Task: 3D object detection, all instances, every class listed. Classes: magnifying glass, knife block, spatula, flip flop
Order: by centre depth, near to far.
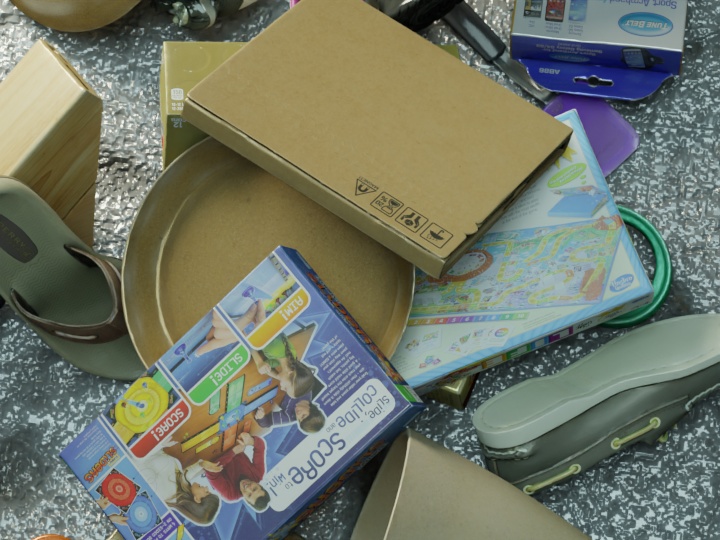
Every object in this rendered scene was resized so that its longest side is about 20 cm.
[{"bbox_3d":[-0.187,0.012,1.563,0.081,0.200,0.058,-46,36,-2],"label":"flip flop"},{"bbox_3d":[-0.263,-0.038,1.577,0.175,0.200,0.064,-21,50,-31],"label":"knife block"},{"bbox_3d":[0.128,-0.040,1.620,0.200,0.022,0.080,43,89,18],"label":"magnifying glass"},{"bbox_3d":[0.106,-0.140,1.654,0.057,0.021,0.200,-43,74,-7],"label":"spatula"}]

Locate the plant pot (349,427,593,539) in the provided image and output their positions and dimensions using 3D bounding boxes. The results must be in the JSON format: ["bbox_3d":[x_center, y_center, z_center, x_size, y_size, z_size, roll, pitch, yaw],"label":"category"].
[{"bbox_3d":[0.089,0.220,1.482,0.200,0.187,0.188,21,76,-4],"label":"plant pot"}]

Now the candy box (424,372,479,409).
[{"bbox_3d":[0.000,0.000,1.604,0.200,0.055,0.116,23,77,11],"label":"candy box"}]

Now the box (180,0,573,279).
[{"bbox_3d":[0.013,-0.094,1.513,0.200,0.021,0.163,33,48,16],"label":"box"}]

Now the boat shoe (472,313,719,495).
[{"bbox_3d":[0.171,0.087,1.562,0.201,0.072,0.060,-22,113,-14],"label":"boat shoe"}]

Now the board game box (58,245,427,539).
[{"bbox_3d":[-0.075,0.101,1.496,0.200,0.034,0.135,-42,75,11],"label":"board game box"}]

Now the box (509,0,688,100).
[{"bbox_3d":[0.170,-0.214,1.649,0.119,0.041,0.200,6,65,6],"label":"box"}]

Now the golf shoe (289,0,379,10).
[{"bbox_3d":[-0.013,-0.217,1.652,0.075,0.092,0.200,0,72,6],"label":"golf shoe"}]

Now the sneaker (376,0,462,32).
[{"bbox_3d":[0.079,-0.247,1.603,0.200,0.076,0.091,-34,77,-12],"label":"sneaker"}]

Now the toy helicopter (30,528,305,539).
[{"bbox_3d":[-0.122,0.223,1.542,0.200,0.079,0.132,-16,70,-8],"label":"toy helicopter"}]

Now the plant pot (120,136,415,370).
[{"bbox_3d":[-0.057,0.005,1.533,0.200,0.027,0.200,-2,84,17],"label":"plant pot"}]

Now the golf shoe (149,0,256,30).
[{"bbox_3d":[-0.138,-0.250,1.692,0.088,0.077,0.200,-24,63,-34],"label":"golf shoe"}]

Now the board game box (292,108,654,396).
[{"bbox_3d":[0.073,-0.006,1.552,0.200,0.034,0.135,-21,76,0],"label":"board game box"}]

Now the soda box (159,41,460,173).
[{"bbox_3d":[-0.032,-0.107,1.584,0.200,0.064,0.068,0,52,-8],"label":"soda box"}]

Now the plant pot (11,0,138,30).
[{"bbox_3d":[-0.204,-0.268,1.658,0.200,0.027,0.200,0,90,38],"label":"plant pot"}]
